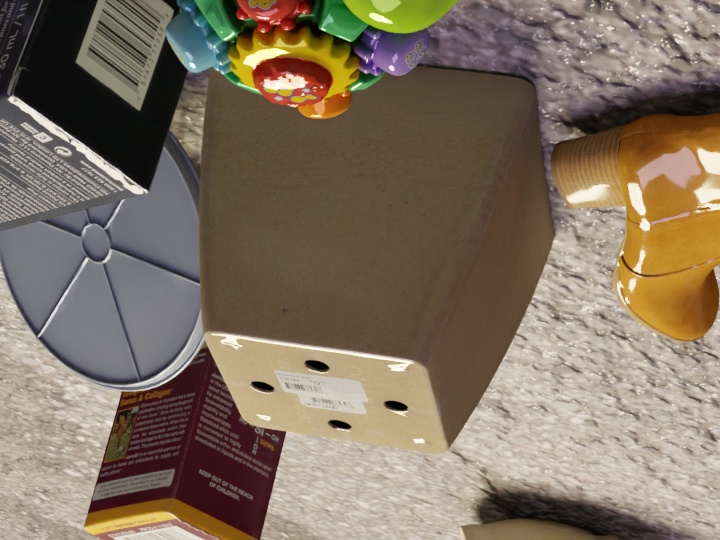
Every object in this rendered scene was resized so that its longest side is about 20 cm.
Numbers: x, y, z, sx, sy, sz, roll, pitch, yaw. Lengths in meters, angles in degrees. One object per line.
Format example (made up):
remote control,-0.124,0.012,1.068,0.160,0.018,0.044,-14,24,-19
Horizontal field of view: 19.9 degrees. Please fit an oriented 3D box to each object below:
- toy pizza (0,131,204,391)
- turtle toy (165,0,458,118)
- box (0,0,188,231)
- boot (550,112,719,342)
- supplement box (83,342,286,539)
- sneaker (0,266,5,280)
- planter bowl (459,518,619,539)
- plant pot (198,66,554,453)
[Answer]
toy pizza,-0.161,-0.021,1.331,0.200,0.201,0.032,-9,-174,39
turtle toy,-0.017,-0.138,0.977,0.145,0.102,0.200,18,153,-29
box,-0.200,-0.114,1.168,0.199,0.149,0.107,-12,143,42
boot,0.216,-0.021,1.224,0.144,0.071,0.201,-3,144,38
supplement box,-0.116,0.107,1.505,0.086,0.201,0.110,31,150,-33
sneaker,-0.186,-0.032,1.402,0.199,0.078,0.091,8,131,21
planter bowl,0.177,0.304,1.789,0.134,0.201,0.200,-15,152,-2
plant pot,0.000,0.000,1.260,0.199,0.178,0.200,8,154,13
